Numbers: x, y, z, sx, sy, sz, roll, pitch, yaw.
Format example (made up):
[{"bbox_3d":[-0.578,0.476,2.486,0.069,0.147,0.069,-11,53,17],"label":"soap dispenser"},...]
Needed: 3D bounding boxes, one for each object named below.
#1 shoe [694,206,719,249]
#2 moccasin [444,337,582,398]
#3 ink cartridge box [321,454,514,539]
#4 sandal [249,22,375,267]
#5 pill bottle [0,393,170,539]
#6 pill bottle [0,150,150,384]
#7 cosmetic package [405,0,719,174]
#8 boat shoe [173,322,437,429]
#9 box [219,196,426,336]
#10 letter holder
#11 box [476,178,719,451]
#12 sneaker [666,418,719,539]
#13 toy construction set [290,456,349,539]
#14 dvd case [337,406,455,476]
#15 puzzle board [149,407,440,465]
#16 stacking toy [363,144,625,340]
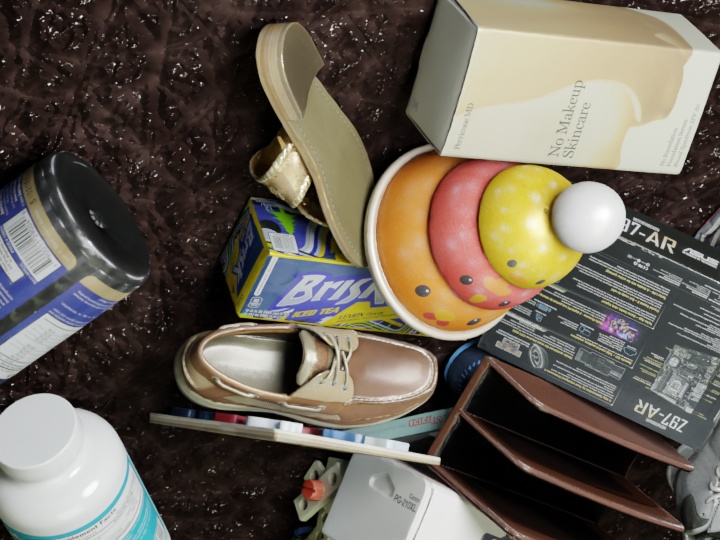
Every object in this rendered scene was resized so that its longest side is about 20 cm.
[{"bbox_3d":[0.303,0.023,1.705,0.091,0.072,0.200,8,128,-23],"label":"shoe"},{"bbox_3d":[0.168,0.094,1.716,0.200,0.068,0.081,2,126,-26],"label":"moccasin"},{"bbox_3d":[0.089,0.227,1.684,0.200,0.145,0.084,26,87,-27],"label":"ink cartridge box"},{"bbox_3d":[-0.049,-0.089,1.459,0.070,0.078,0.212,0,136,24],"label":"sandal"},{"bbox_3d":[-0.225,0.183,1.619,0.111,0.111,0.200,-20,137,-2],"label":"pill bottle"},{"bbox_3d":[-0.255,0.015,1.431,0.200,0.112,0.112,-34,137,14],"label":"pill bottle"},{"bbox_3d":[0.144,-0.133,1.457,0.200,0.071,0.105,1,120,-24],"label":"cosmetic package"},{"bbox_3d":[-0.036,0.075,1.528,0.200,0.076,0.072,0,165,-13],"label":"boat shoe"},{"bbox_3d":[0.000,0.000,1.556,0.200,0.064,0.070,7,131,-27],"label":"box"},{"bbox_3d":[0.178,0.168,1.629,0.200,0.142,0.101,24,100,-37],"label":"letter holder"},{"bbox_3d":[0.211,0.036,1.614,0.200,0.044,0.160,25,129,4],"label":"box"},{"bbox_3d":[0.314,0.160,1.663,0.075,0.116,0.200,16,136,-10],"label":"sneaker"},{"bbox_3d":[0.014,0.237,1.787,0.200,0.092,0.131,29,143,-32],"label":"toy construction set"},{"bbox_3d":[0.097,0.167,1.754,0.146,0.022,0.200,-16,148,39],"label":"dvd case"},{"bbox_3d":[-0.054,0.128,1.608,0.150,0.200,0.017,12,84,-33],"label":"puzzle board"},{"bbox_3d":[0.109,-0.031,1.452,0.146,0.146,0.200,12,166,-32],"label":"stacking toy"}]
